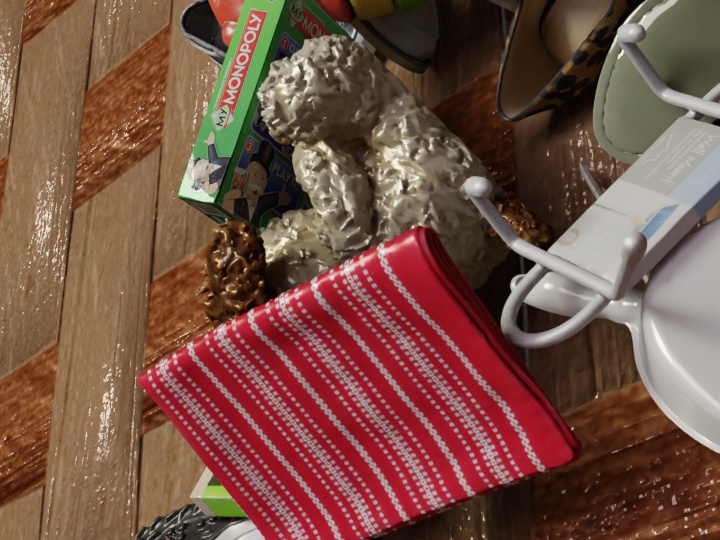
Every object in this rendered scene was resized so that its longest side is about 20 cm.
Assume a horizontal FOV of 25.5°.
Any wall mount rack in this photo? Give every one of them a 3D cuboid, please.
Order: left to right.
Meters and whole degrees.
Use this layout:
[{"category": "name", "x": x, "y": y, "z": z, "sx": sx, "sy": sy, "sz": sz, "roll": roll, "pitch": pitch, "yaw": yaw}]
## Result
[{"category": "wall mount rack", "x": 0.137, "y": -0.048, "z": 0.737, "sx": 0.200, "sy": 0.075, "sz": 0.174, "roll": -45, "pitch": 26, "yaw": -8}]

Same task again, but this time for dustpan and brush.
[{"category": "dustpan and brush", "x": 0.158, "y": 0.019, "z": 0.765, "sx": 0.199, "sy": 0.057, "sz": 0.140, "roll": 16, "pitch": 67, "yaw": 26}]

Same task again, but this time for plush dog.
[{"category": "plush dog", "x": 0.000, "y": 0.000, "z": 0.872, "sx": 0.172, "sy": 0.200, "sz": 0.160, "roll": -45, "pitch": 54, "yaw": -2}]

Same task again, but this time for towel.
[{"category": "towel", "x": -0.003, "y": 0.072, "z": 0.799, "sx": 0.199, "sy": 0.145, "sz": 0.023, "roll": -27, "pitch": 17, "yaw": 32}]

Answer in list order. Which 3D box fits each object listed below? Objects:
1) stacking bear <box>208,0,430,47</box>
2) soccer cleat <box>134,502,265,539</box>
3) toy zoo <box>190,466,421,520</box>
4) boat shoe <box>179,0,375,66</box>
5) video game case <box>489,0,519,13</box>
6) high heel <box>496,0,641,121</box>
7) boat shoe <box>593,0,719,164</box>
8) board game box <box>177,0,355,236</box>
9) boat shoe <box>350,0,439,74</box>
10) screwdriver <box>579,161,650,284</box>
[{"category": "stacking bear", "x": -0.002, "y": -0.200, "z": 0.979, "sx": 0.199, "sy": 0.114, "sz": 0.122, "roll": -27, "pitch": 60, "yaw": 2}, {"category": "soccer cleat", "x": -0.046, "y": 0.162, "z": 0.959, "sx": 0.199, "sy": 0.073, "sz": 0.068, "roll": -25, "pitch": 31, "yaw": 19}, {"category": "toy zoo", "x": 0.003, "y": 0.085, "z": 0.917, "sx": 0.199, "sy": 0.020, "sz": 0.132, "roll": -8, "pitch": 42, "yaw": 41}, {"category": "boat shoe", "x": -0.065, "y": -0.175, "z": 1.157, "sx": 0.200, "sy": 0.068, "sz": 0.072, "roll": 18, "pitch": 84, "yaw": 53}, {"category": "video game case", "x": 0.120, "y": -0.224, "z": 0.866, "sx": 0.023, "sy": 0.200, "sz": 0.182, "roll": 45, "pitch": 108, "yaw": 22}, {"category": "high heel", "x": 0.100, "y": -0.143, "z": 0.851, "sx": 0.071, "sy": 0.200, "sz": 0.143, "roll": 46, "pitch": 106, "yaw": 21}, {"category": "boat shoe", "x": 0.193, "y": -0.145, "z": 0.838, "sx": 0.072, "sy": 0.061, "sz": 0.202, "roll": 35, "pitch": 110, "yaw": 9}, {"category": "board game box", "x": -0.026, "y": -0.071, "z": 0.948, "sx": 0.029, "sy": 0.200, "sz": 0.135, "roll": 11, "pitch": 78, "yaw": 29}, {"category": "boat shoe", "x": 0.017, "y": -0.216, "z": 1.077, "sx": 0.068, "sy": 0.075, "sz": 0.201, "roll": -45, "pitch": 43, "yaw": 25}, {"category": "screwdriver", "x": 0.148, "y": 0.008, "z": 0.827, "sx": 0.029, "sy": 0.028, "sz": 0.200, "roll": -28, "pitch": 46, "yaw": 0}]
